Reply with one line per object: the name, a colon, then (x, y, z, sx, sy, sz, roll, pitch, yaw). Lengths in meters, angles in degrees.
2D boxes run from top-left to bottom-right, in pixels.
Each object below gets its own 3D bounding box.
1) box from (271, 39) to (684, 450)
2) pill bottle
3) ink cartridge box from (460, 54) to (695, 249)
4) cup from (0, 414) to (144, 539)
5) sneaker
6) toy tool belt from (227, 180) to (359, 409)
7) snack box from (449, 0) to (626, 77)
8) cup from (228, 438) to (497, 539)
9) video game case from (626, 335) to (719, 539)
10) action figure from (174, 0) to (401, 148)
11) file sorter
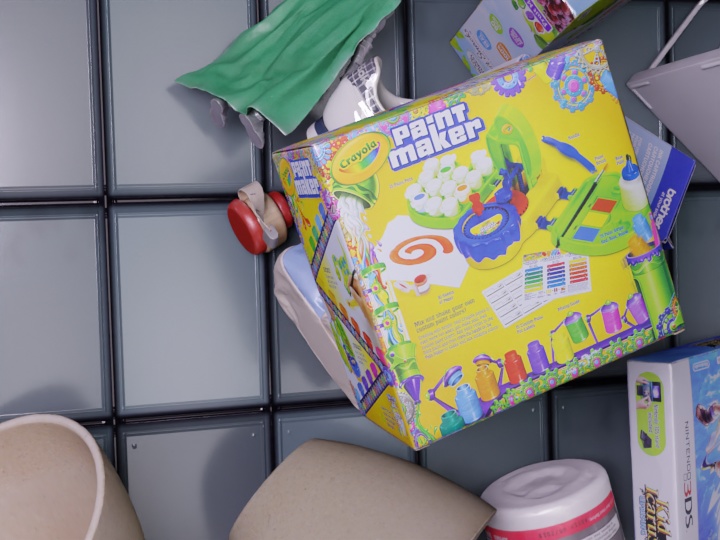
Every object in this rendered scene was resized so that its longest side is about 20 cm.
box: (0.074, -0.021, 0.723, 0.198, 0.122, 0.195, -21, 99, -14)
pill bottle: (0.173, 0.268, 0.913, 0.109, 0.111, 0.203, -18, 97, -16)
ink cartridge box: (0.167, -0.080, 0.884, 0.198, 0.136, 0.077, 26, 80, -16)
cup: (-0.220, 0.222, 0.757, 0.200, 0.200, 0.144, -43, 130, -11)
sneaker: (0.058, -0.067, 0.811, 0.199, 0.077, 0.081, 36, 111, -15)
toy tool belt: (0.000, 0.000, 0.854, 0.122, 0.125, 0.201, -31, 72, -21)
snack box: (0.172, -0.226, 0.847, 0.168, 0.200, 0.068, -36, 91, -12)
cup: (-0.014, 0.210, 0.827, 0.143, 0.201, 0.201, 39, 79, 13)
video game case: (0.302, 0.153, 0.943, 0.198, 0.045, 0.184, -7, 96, -43)
action figure: (-0.032, -0.177, 0.852, 0.117, 0.055, 0.200, 31, 63, 27)
file sorter: (0.360, -0.145, 0.945, 0.200, 0.139, 0.125, 41, 78, -14)
